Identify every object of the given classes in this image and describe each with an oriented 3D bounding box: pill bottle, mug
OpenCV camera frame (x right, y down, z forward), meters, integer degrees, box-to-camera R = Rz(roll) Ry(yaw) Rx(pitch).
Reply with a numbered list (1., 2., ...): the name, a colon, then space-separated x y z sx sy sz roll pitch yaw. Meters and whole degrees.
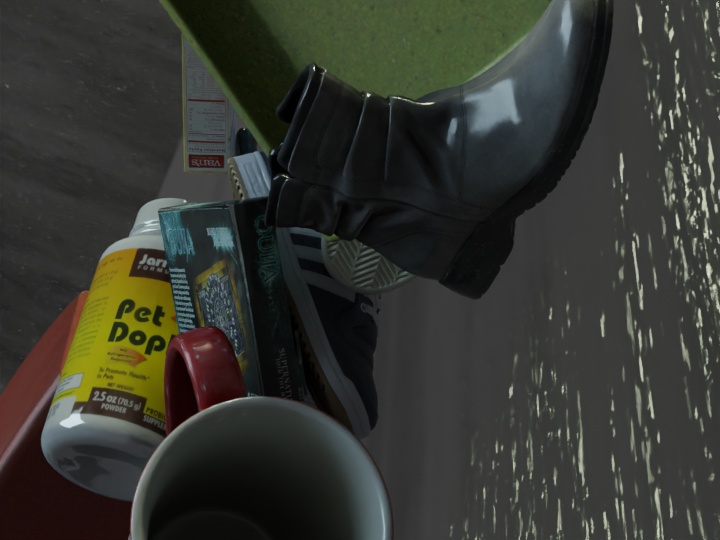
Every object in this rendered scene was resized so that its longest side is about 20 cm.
1. pill bottle: -0.144 0.053 1.407 0.109 0.109 0.200 126 161 -58
2. mug: -0.064 0.138 1.108 0.200 0.133 0.178 123 161 -68

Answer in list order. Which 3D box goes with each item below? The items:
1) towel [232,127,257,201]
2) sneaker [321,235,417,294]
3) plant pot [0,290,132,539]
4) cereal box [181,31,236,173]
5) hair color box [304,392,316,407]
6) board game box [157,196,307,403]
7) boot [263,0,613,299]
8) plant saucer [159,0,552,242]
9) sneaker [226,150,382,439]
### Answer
1. towel: -0.078 0.005 1.494 0.147 0.022 0.200 136 130 -81
2. sneaker: 0.041 -0.080 1.143 0.200 0.075 0.085 -60 6 19
3. plant pot: -0.184 0.136 1.543 0.200 0.199 0.176 -90 22 -62
4. cereal box: -0.103 -0.188 1.408 0.144 0.039 0.200 -91 3 -49
5. hair color box: -0.057 0.089 1.351 0.099 0.061 0.200 -162 91 -80
6. board game box: -0.080 0.024 1.224 0.200 0.028 0.136 -176 76 -72
7. boot: 0.031 -0.073 0.975 0.070 0.131 0.200 -82 15 -52
8. plant saucer: 0.005 -0.150 1.053 0.200 0.200 0.048 -37 -4 32
9. sneaker: 0.000 0.000 1.203 0.070 0.108 0.200 88 161 -61
